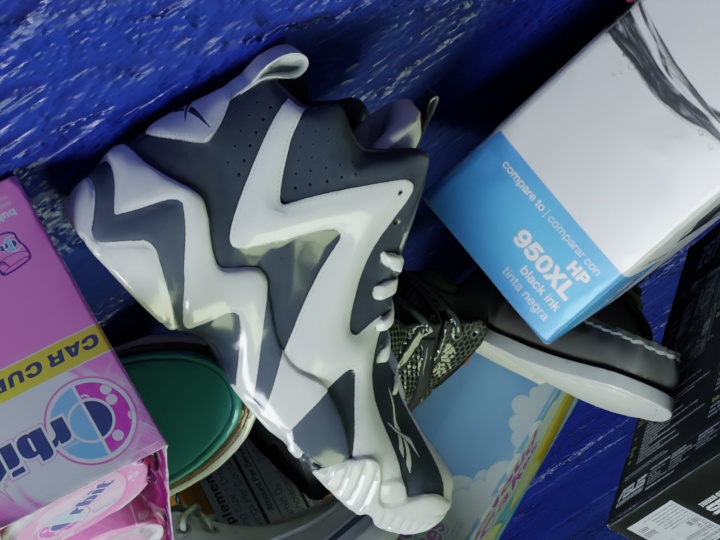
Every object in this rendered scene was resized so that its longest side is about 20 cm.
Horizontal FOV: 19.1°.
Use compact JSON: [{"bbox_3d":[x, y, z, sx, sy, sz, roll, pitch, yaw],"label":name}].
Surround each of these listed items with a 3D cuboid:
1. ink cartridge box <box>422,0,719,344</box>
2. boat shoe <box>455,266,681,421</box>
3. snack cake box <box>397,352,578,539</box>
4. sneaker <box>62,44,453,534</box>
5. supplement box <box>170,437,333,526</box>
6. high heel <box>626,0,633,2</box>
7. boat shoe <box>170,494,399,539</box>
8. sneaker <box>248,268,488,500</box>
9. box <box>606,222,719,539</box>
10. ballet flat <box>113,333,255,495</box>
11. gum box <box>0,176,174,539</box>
[{"bbox_3d":[0.142,-0.073,0.877,0.200,0.084,0.145,-43,172,27],"label":"ink cartridge box"},{"bbox_3d":[0.094,0.023,0.991,0.060,0.072,0.202,-62,-160,-3],"label":"boat shoe"},{"bbox_3d":[0.042,0.118,1.123,0.200,0.067,0.115,-58,168,-14],"label":"snack cake box"},{"bbox_3d":[0.000,0.000,0.792,0.130,0.199,0.079,-44,-158,-1],"label":"sneaker"},{"bbox_3d":[-0.032,0.150,1.016,0.069,0.200,0.067,-21,158,-18],"label":"supplement box"},{"bbox_3d":[0.060,-0.108,0.720,0.200,0.067,0.096,-19,147,-41],"label":"high heel"},{"bbox_3d":[-0.077,0.133,0.928,0.200,0.067,0.074,-26,-179,-24],"label":"boat shoe"},{"bbox_3d":[-0.005,0.016,0.931,0.114,0.076,0.199,-43,154,-16],"label":"sneaker"},{"bbox_3d":[0.186,0.021,0.908,0.200,0.044,0.160,-48,-163,56],"label":"box"},{"bbox_3d":[-0.115,0.080,0.936,0.200,0.069,0.069,-33,162,26],"label":"ballet flat"},{"bbox_3d":[-0.123,0.066,0.800,0.066,0.114,0.200,-27,160,-14],"label":"gum box"}]
